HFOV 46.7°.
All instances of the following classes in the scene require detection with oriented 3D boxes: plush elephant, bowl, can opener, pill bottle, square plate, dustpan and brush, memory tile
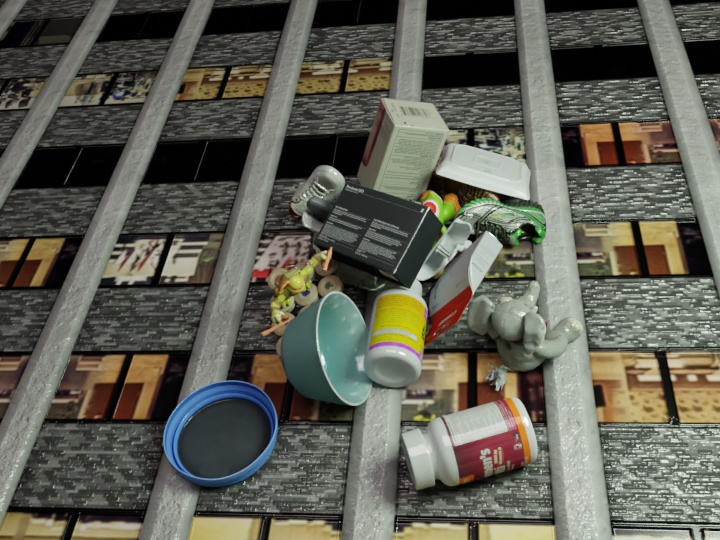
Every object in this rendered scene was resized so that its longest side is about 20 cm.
[{"bbox_3d":[0.278,0.093,1.456,0.164,0.155,0.200,25,54,29],"label":"plush elephant"},{"bbox_3d":[-0.239,0.283,1.444,0.199,0.040,0.201,-5,46,5],"label":"bowl"},{"bbox_3d":[-0.027,-0.078,1.680,0.199,0.066,0.053,27,48,-17],"label":"can opener"},{"bbox_3d":[0.171,0.279,1.329,0.199,0.110,0.110,-15,46,-5],"label":"pill bottle"},{"bbox_3d":[-0.067,0.146,1.462,0.104,0.201,0.202,-16,41,26],"label":"bowl"},{"bbox_3d":[0.068,0.105,1.518,0.103,0.105,0.201,1,47,11],"label":"pill bottle"},{"bbox_3d":[0.267,-0.218,1.769,0.199,0.029,0.198,16,26,4],"label":"square plate"},{"bbox_3d":[0.180,-0.046,1.619,0.057,0.140,0.200,37,20,4],"label":"dustpan and brush"},{"bbox_3d":[-0.101,0.067,1.598,0.152,0.017,0.201,-16,59,8],"label":"memory tile"}]

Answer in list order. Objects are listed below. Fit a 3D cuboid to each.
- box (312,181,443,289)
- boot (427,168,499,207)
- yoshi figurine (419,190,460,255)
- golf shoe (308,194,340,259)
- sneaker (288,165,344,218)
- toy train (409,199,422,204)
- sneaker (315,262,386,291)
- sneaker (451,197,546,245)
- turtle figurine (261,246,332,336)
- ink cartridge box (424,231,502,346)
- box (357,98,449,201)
[{"bbox_3d":[0.032,-0.068,1.552,0.199,0.079,0.142,22,80,36],"label":"box"},{"bbox_3d":[0.239,-0.186,1.784,0.107,0.075,0.200,-29,40,-27],"label":"boot"},{"bbox_3d":[0.141,-0.078,1.709,0.112,0.112,0.200,42,38,-7],"label":"yoshi figurine"},{"bbox_3d":[-0.037,-0.091,1.744,0.094,0.078,0.200,16,52,23],"label":"golf shoe"},{"bbox_3d":[-0.097,-0.156,1.768,0.073,0.200,0.085,36,65,-12],"label":"sneaker"},{"bbox_3d":[0.078,-0.095,1.673,0.034,0.200,0.046,10,76,-16],"label":"toy train"},{"bbox_3d":[0.000,0.000,1.655,0.199,0.071,0.081,-6,48,3],"label":"sneaker"},{"bbox_3d":[0.282,-0.095,1.679,0.198,0.078,0.086,-2,49,-6],"label":"sneaker"},{"bbox_3d":[-0.129,0.033,1.522,0.064,0.161,0.201,36,81,-5],"label":"turtle figurine"},{"bbox_3d":[0.168,0.038,1.528,0.057,0.163,0.200,42,56,-1],"label":"ink cartridge box"},{"bbox_3d":[0.086,-0.248,1.767,0.127,0.201,0.109,2,41,-22],"label":"box"}]
